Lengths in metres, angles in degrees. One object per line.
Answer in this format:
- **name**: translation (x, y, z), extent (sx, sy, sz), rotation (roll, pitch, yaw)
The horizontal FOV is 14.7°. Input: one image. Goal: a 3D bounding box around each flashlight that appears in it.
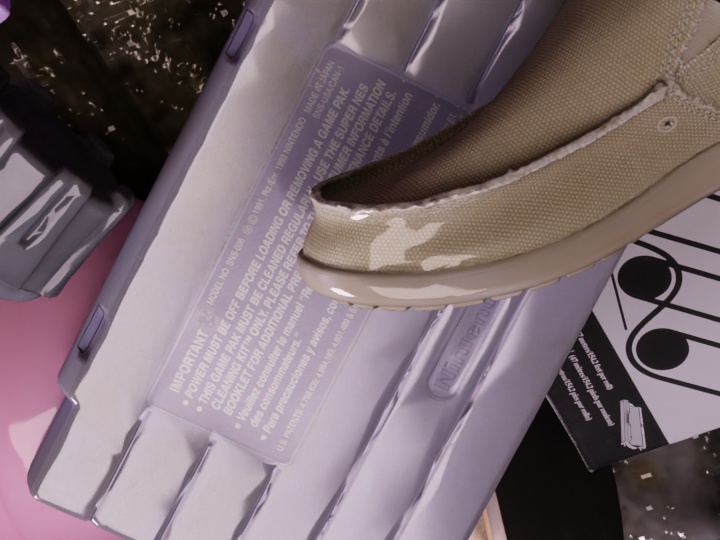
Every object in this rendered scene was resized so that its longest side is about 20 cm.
- **flashlight**: translation (-0.145, 0.035, 0.805), extent (0.200, 0.068, 0.068), rotation (-46, 144, 15)

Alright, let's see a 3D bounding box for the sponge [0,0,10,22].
- **sponge**: translation (-0.197, -0.108, 0.740), extent (0.112, 0.030, 0.200), rotation (-37, 115, 6)

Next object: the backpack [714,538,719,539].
- **backpack**: translation (0.185, 0.170, 0.906), extent (0.200, 0.176, 0.153), rotation (11, 122, 6)

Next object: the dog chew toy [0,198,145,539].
- **dog chew toy**: translation (-0.137, 0.039, 0.899), extent (0.200, 0.125, 0.125), rotation (-6, 125, 22)

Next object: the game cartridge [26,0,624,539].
- **game cartridge**: translation (0.000, 0.000, 0.803), extent (0.130, 0.038, 0.200), rotation (26, 101, -8)

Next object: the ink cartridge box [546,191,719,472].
- **ink cartridge box**: translation (0.071, -0.036, 0.855), extent (0.094, 0.044, 0.200), rotation (-21, 120, 20)

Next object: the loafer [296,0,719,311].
- **loafer**: translation (0.070, -0.050, 0.746), extent (0.200, 0.076, 0.068), rotation (-23, 105, -9)

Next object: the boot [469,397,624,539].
- **boot**: translation (0.028, 0.057, 0.923), extent (0.075, 0.074, 0.200), rotation (-11, 117, 33)
